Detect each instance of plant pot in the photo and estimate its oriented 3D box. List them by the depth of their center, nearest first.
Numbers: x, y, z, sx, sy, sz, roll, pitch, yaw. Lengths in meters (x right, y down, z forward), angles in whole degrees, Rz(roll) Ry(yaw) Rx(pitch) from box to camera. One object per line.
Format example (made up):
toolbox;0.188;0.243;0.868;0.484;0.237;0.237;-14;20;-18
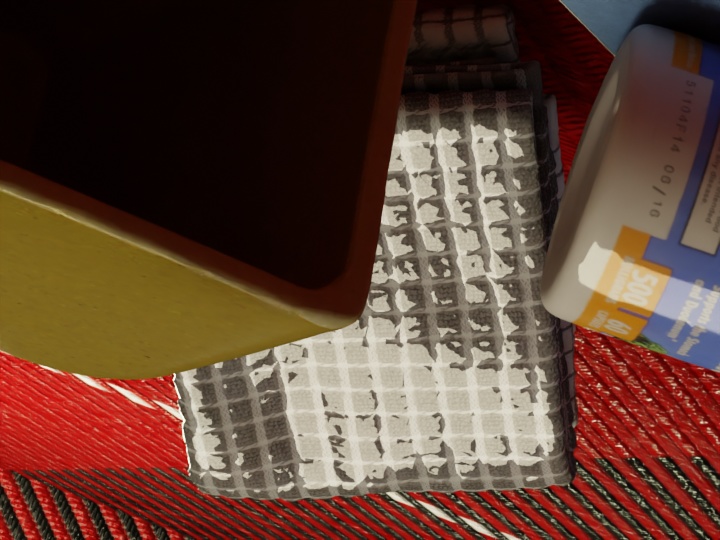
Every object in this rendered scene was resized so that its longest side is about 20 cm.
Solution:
plant pot;-0.114;-0.076;0.934;0.193;0.197;0.200;23;153;-25

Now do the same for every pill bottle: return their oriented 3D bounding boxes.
pill bottle;0.174;-0.007;1.077;0.199;0.113;0.112;19;168;-2

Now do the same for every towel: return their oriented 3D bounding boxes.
towel;0.000;0.000;1.181;0.164;0.086;0.201;-3;124;10

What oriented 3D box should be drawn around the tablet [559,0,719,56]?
tablet;0.149;-0.076;1.101;0.130;0.014;0.200;10;165;31
